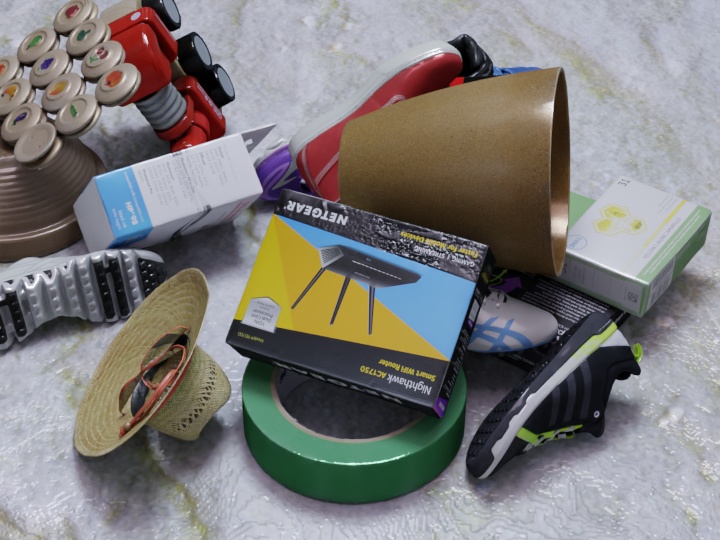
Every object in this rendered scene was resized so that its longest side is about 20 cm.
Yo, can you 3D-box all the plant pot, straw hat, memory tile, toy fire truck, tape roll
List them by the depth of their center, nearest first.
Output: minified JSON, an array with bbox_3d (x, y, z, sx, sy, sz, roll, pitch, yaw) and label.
[{"bbox_3d":[-0.160,0.102,1.372,0.085,0.201,0.202,35,32,-23],"label":"straw hat"},{"bbox_3d":[-0.006,0.116,1.391,0.198,0.048,0.201,0,39,0],"label":"tape roll"},{"bbox_3d":[0.085,-0.088,1.433,0.198,0.188,0.187,0,37,13],"label":"plant pot"},{"bbox_3d":[-0.309,-0.194,1.599,0.153,0.017,0.200,-38,44,1],"label":"memory tile"},{"bbox_3d":[-0.363,-0.106,1.632,0.199,0.093,0.202,0,40,0],"label":"plant pot"},{"bbox_3d":[-0.222,-0.164,1.654,0.128,0.176,0.201,-23,42,15],"label":"toy fire truck"}]

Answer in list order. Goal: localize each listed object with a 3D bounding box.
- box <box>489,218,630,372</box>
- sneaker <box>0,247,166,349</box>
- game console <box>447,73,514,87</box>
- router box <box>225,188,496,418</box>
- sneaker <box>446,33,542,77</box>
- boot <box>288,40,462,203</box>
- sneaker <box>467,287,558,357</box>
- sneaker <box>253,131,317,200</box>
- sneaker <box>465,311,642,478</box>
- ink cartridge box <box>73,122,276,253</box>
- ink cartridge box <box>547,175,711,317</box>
[{"bbox_3d":[0.186,0.022,1.521,0.142,0.036,0.200,25,43,29],"label":"box"},{"bbox_3d":[-0.285,0.012,1.506,0.198,0.076,0.081,-13,29,-19],"label":"sneaker"},{"bbox_3d":[0.084,-0.105,1.573,0.175,0.031,0.202,0,64,20],"label":"game console"},{"bbox_3d":[0.001,0.027,1.365,0.198,0.051,0.150,15,77,19],"label":"router box"},{"bbox_3d":[0.142,-0.214,1.754,0.199,0.112,0.077,-23,44,-27],"label":"sneaker"},{"bbox_3d":[0.040,-0.122,1.541,0.199,0.072,0.145,-37,57,8],"label":"boot"},{"bbox_3d":[0.084,0.025,1.418,0.198,0.073,0.072,14,24,3],"label":"sneaker"},{"bbox_3d":[-0.017,-0.096,1.638,0.198,0.081,0.084,-4,51,-1],"label":"sneaker"},{"bbox_3d":[0.177,0.120,1.367,0.083,0.072,0.200,46,69,-1],"label":"sneaker"},{"bbox_3d":[-0.174,-0.076,1.567,0.199,0.116,0.067,-19,85,-23],"label":"ink cartridge box"},{"bbox_3d":[0.221,-0.042,1.538,0.199,0.048,0.145,25,44,25],"label":"ink cartridge box"}]
